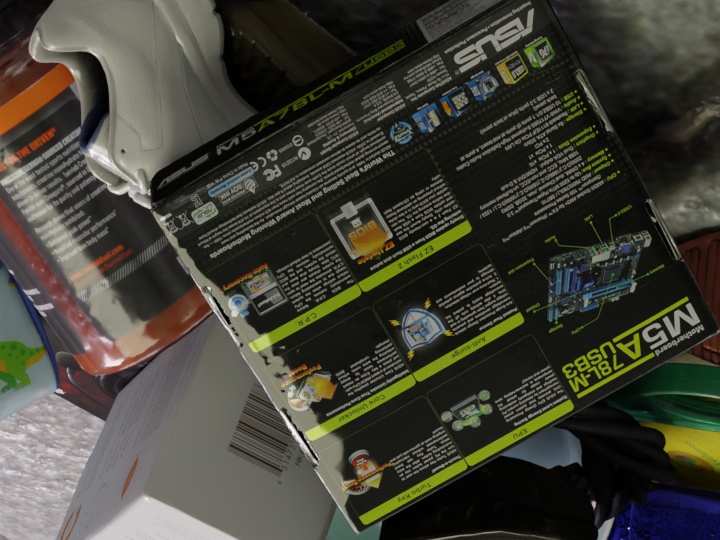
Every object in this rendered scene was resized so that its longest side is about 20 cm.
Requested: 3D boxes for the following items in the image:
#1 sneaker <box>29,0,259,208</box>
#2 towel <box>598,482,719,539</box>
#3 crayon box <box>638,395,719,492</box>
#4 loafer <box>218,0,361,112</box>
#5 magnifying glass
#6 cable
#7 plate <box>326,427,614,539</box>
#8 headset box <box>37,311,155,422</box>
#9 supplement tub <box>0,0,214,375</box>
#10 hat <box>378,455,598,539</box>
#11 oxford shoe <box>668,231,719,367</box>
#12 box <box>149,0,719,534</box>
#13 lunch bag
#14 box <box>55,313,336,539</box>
[{"bbox_3d":[-0.085,-0.056,0.957,0.074,0.087,0.201,-9,118,57],"label":"sneaker"},{"bbox_3d":[0.191,0.225,1.144,0.147,0.201,0.050,9,178,16],"label":"towel"},{"bbox_3d":[0.236,0.083,1.129,0.127,0.051,0.200,33,145,-25],"label":"crayon box"},{"bbox_3d":[0.014,-0.066,0.987,0.200,0.068,0.076,42,153,-10],"label":"loafer"},{"bbox_3d":[0.140,0.068,1.080,0.199,0.023,0.079,1,162,41],"label":"magnifying glass"},{"bbox_3d":[0.074,0.097,1.098,0.162,0.051,0.200,21,147,-18],"label":"cable"},{"bbox_3d":[0.055,0.108,1.180,0.199,0.202,0.026,7,-168,16],"label":"plate"},{"bbox_3d":[-0.105,0.026,1.182,0.148,0.078,0.200,32,148,-24],"label":"headset box"},{"bbox_3d":[-0.148,-0.054,1.007,0.107,0.107,0.201,-18,112,44],"label":"supplement tub"},{"bbox_3d":[0.061,0.142,1.052,0.199,0.081,0.201,0,152,0],"label":"hat"},{"bbox_3d":[0.183,0.024,1.057,0.199,0.071,0.074,3,160,36],"label":"oxford shoe"},{"bbox_3d":[0.035,-0.006,0.929,0.199,0.048,0.194,-30,113,5],"label":"box"},{"bbox_3d":[-0.247,0.004,1.113,0.200,0.082,0.162,11,126,63],"label":"lunch bag"},{"bbox_3d":[-0.083,0.111,1.097,0.097,0.125,0.200,27,152,-13],"label":"box"}]
